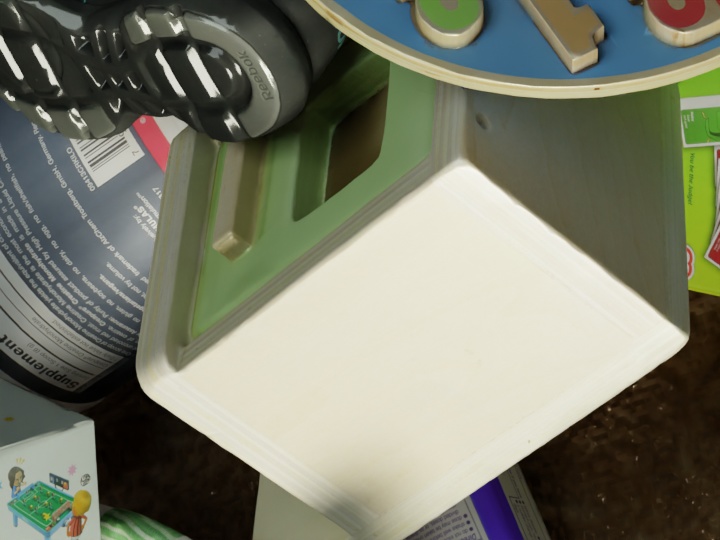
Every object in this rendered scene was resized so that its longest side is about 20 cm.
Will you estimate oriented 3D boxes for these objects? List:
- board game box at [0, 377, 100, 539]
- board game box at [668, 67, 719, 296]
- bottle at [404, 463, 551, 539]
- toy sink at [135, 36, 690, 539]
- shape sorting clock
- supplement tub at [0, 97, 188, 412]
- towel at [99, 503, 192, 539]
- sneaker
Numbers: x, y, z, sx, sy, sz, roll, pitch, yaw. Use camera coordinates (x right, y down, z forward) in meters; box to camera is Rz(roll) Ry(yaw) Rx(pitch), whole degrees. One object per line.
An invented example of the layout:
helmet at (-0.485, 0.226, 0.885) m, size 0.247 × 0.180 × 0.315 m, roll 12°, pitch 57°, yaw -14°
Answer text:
board game box at (-0.155, 0.133, 0.992) m, size 0.147 × 0.064 × 0.201 m, roll 20°, pitch 118°, yaw 47°
board game box at (0.137, -0.092, 0.927) m, size 0.101 × 0.048 × 0.201 m, roll 13°, pitch 111°, yaw 34°
bottle at (0.041, 0.137, 0.975) m, size 0.083 × 0.065 × 0.200 m, roll -36°, pitch 63°, yaw 25°
toy sink at (0.000, 0.000, 0.908) m, size 0.200 × 0.112 × 0.131 m, roll -37°, pitch 30°, yaw 33°
shape sorting clock at (0.061, -0.138, 0.836) m, size 0.199 × 0.039 × 0.201 m, roll 0°, pitch 63°, yaw 0°
supplement tub at (-0.107, -0.029, 1.063) m, size 0.200 × 0.140 × 0.141 m, roll -32°, pitch 64°, yaw 24°
towel at (-0.025, 0.160, 0.948) m, size 0.023 × 0.153 × 0.200 m, roll -37°, pitch 30°, yaw -22°
sneaker at (-0.071, -0.091, 0.937) m, size 0.200 × 0.076 × 0.079 m, roll 12°, pitch 51°, yaw 45°
